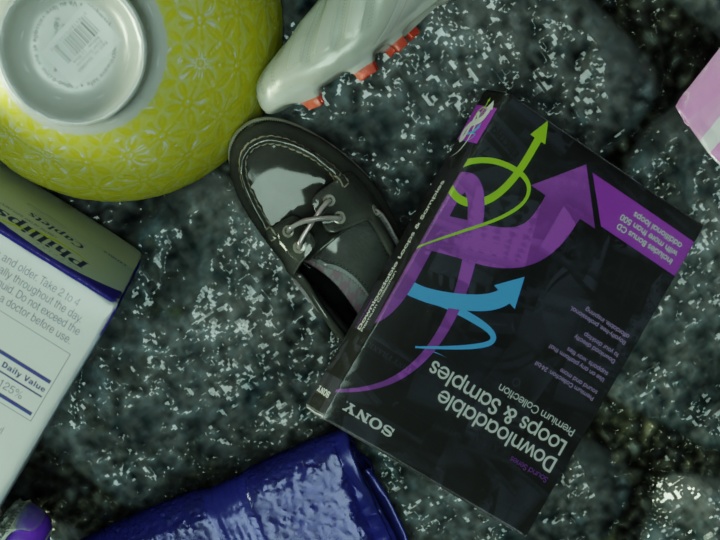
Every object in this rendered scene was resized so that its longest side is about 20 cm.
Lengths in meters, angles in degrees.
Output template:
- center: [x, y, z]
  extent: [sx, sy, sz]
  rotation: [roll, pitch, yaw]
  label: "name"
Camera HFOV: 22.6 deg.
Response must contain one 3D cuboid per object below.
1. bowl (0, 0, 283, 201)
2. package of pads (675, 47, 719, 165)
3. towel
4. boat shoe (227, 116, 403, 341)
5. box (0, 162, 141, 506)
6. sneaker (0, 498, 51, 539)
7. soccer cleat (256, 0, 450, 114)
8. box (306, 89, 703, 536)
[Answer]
- center: [-0.143, -0.125, 0.959]
  extent: [0.198, 0.108, 0.203]
  rotation: [1, 105, 3]
  label: "bowl"
- center: [0.265, -0.125, 0.919]
  extent: [0.200, 0.120, 0.076]
  rotation: [-51, 57, 19]
  label: "package of pads"
- center: [-0.063, 0.192, 1.073]
  extent: [0.198, 0.050, 0.149]
  rotation: [-23, 95, 10]
  label: "towel"
- center: [0.000, 0.000, 0.993]
  extent: [0.067, 0.057, 0.201]
  rotation: [-36, 111, 7]
  label: "boat shoe"
- center: [-0.250, 0.036, 1.009]
  extent: [0.183, 0.105, 0.201]
  rotation: [32, 105, -5]
  label: "box"
- center: [-0.197, 0.229, 1.071]
  extent: [0.099, 0.070, 0.202]
  rotation: [22, 117, 2]
  label: "sneaker"
- center: [0.015, -0.162, 0.964]
  extent: [0.199, 0.069, 0.078]
  rotation: [-38, 95, 5]
  label: "soccer cleat"
- center: [0.080, 0.025, 0.981]
  extent: [0.142, 0.036, 0.201]
  rotation: [30, 89, -18]
  label: "box"
